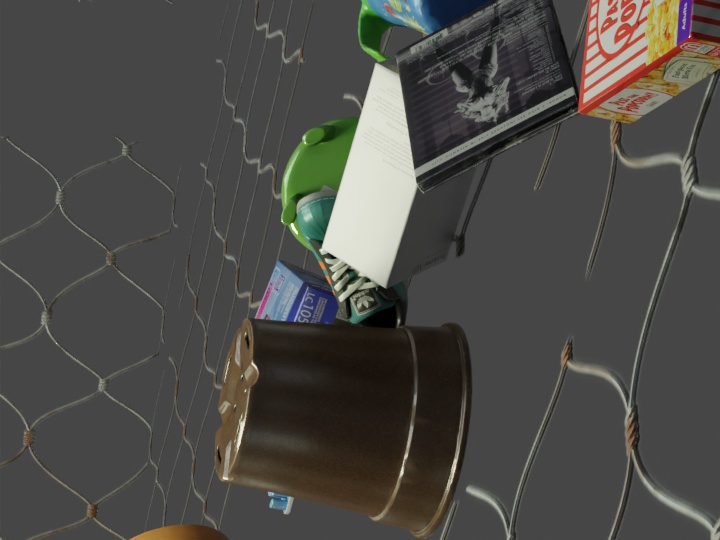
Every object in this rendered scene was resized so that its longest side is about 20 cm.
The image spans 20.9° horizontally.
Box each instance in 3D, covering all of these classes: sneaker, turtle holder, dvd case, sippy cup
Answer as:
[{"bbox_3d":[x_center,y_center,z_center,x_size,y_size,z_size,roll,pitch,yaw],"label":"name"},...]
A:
[{"bbox_3d":[0.000,0.000,1.916,0.200,0.071,0.080,51,-158,-47],"label":"sneaker"},{"bbox_3d":[-0.009,-0.103,2.029,0.132,0.141,0.186,-16,-73,-85],"label":"turtle holder"},{"bbox_3d":[0.104,-0.159,1.634,0.149,0.016,0.200,-27,36,16],"label":"dvd case"},{"bbox_3d":[0.074,-0.279,1.839,0.130,0.139,0.178,-128,39,-59],"label":"sippy cup"}]

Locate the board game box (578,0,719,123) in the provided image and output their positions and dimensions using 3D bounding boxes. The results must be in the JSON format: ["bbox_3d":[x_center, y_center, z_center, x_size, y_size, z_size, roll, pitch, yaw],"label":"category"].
[{"bbox_3d":[0.212,-0.199,1.339,0.200,0.046,0.152,144,134,-72],"label":"board game box"}]

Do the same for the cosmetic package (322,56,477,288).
[{"bbox_3d":[0.047,-0.097,1.799,0.108,0.085,0.200,-26,-41,-49],"label":"cosmetic package"}]

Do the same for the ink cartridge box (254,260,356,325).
[{"bbox_3d":[-0.066,0.077,2.229,0.137,0.076,0.200,-69,18,4],"label":"ink cartridge box"}]

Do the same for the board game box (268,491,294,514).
[{"bbox_3d":[-0.088,0.167,2.419,0.200,0.026,0.200,-107,29,-64],"label":"board game box"}]

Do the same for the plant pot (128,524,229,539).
[{"bbox_3d":[-0.244,0.449,2.567,0.200,0.200,0.140,111,146,-40],"label":"plant pot"}]

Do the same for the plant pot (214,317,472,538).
[{"bbox_3d":[-0.022,0.130,1.776,0.200,0.198,0.201,-170,90,-77],"label":"plant pot"}]
